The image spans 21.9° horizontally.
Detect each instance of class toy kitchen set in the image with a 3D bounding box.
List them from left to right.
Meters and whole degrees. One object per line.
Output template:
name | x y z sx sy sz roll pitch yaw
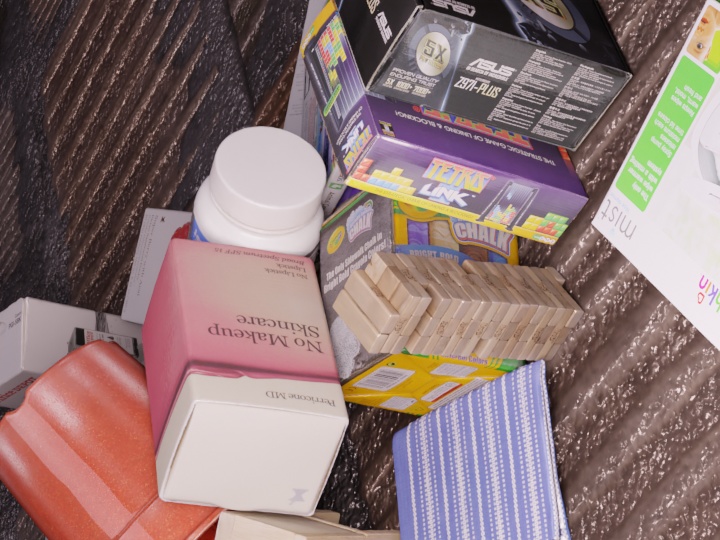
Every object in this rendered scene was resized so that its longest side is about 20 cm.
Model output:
toy kitchen set | -0.089 0.291 1.509 0.163 0.180 0.201 12 89 29

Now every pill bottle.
pill bottle | -0.094 -0.022 1.611 0.200 0.113 0.114 107 157 -47

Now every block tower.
block tower | 0.078 0.028 1.376 0.058 0.199 0.054 51 123 36

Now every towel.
towel | 0.091 0.168 1.459 0.200 0.024 0.145 -32 57 49

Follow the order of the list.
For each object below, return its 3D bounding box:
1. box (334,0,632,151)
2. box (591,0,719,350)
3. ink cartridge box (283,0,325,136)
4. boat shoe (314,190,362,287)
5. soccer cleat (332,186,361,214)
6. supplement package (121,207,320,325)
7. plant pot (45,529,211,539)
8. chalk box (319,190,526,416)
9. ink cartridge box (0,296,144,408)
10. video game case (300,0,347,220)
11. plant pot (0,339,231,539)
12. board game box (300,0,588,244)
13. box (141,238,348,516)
box | 0.087 -0.197 1.442 0.086 0.199 0.164 -54 36 35
box | 0.264 -0.048 1.181 0.177 0.096 0.200 -63 33 19
ink cartridge box | -0.027 -0.199 1.811 0.099 0.039 0.201 5 82 61
boat shoe | 0.000 0.000 1.654 0.200 0.075 0.072 123 143 -47
soccer cleat | 0.019 -0.095 1.654 0.200 0.066 0.077 -48 50 49
supplement package | -0.134 0.011 1.827 0.200 0.119 0.122 7 83 61
plant pot | -0.163 0.233 1.724 0.161 0.200 0.201 -52 35 15
chalk box | 0.047 0.002 1.512 0.124 0.123 0.201 -35 48 52
ink cartridge box | -0.295 0.103 1.990 0.147 0.199 0.083 -29 54 53
video game case | -0.024 -0.152 1.643 0.182 0.022 0.201 123 151 -65
plant pot | -0.194 0.175 1.553 0.195 0.201 0.201 42 123 14
board game box | 0.064 -0.115 1.451 0.057 0.199 0.166 -55 37 31
box | -0.096 0.082 1.482 0.200 0.127 0.109 -105 30 -50
